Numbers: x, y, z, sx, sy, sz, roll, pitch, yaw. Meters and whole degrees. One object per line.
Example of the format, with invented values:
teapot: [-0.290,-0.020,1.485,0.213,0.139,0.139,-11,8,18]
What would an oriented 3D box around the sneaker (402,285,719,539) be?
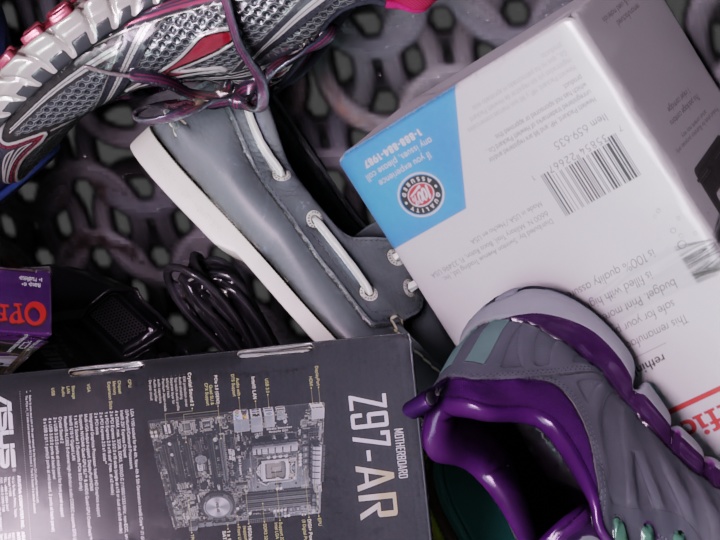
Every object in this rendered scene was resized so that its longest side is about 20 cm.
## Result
sneaker: [0.097,0.099,0.736,0.200,0.087,0.075,42,127,5]

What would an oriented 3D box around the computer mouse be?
computer mouse: [-0.091,0.046,0.915,0.199,0.046,0.141,-10,129,37]

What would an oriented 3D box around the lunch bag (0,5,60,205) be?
lunch bag: [-0.214,-0.048,0.858,0.135,0.200,0.133,-13,109,27]

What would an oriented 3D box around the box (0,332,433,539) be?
box: [-0.050,0.130,0.762,0.159,0.044,0.202,-7,81,0]

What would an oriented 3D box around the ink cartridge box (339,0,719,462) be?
ink cartridge box: [0.098,0.009,0.788,0.115,0.067,0.201,-28,97,36]

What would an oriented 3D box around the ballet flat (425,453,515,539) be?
ballet flat: [0.088,0.154,0.869,0.200,0.067,0.067,41,133,5]

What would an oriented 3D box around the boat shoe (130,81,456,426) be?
boat shoe: [0.000,0.000,0.838,0.200,0.073,0.062,44,92,9]

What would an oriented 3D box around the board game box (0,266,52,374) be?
board game box: [-0.200,0.038,0.815,0.200,0.119,0.033,143,131,-58]

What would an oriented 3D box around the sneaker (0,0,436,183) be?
sneaker: [-0.062,-0.085,0.803,0.199,0.081,0.075,-30,100,18]
